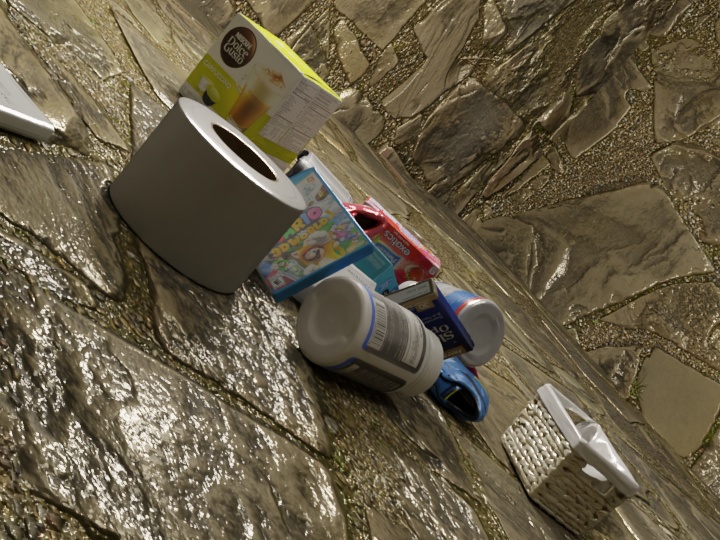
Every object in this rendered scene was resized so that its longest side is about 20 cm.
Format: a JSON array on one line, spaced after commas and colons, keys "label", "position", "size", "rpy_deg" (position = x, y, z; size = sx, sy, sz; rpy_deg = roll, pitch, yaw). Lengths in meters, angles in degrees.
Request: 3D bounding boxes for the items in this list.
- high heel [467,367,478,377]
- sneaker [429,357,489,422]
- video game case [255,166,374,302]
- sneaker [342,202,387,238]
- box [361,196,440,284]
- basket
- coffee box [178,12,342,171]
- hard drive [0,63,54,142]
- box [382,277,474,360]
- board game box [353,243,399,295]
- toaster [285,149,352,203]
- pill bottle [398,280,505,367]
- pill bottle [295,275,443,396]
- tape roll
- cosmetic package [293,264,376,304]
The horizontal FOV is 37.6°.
[{"label": "high heel", "position": [0.153, 0.138, 1.777], "size": [0.096, 0.067, 0.201], "rpy_deg": [47, 8, -44]}, {"label": "sneaker", "position": [0.118, 0.153, 1.617], "size": [0.200, 0.066, 0.078], "rpy_deg": [44, 14, 4]}, {"label": "video game case", "position": [-0.084, -0.052, 1.380], "size": [0.200, 0.142, 0.018], "rpy_deg": [53, -12, 47]}, {"label": "sneaker", "position": [-0.046, -0.088, 1.714], "size": [0.197, 0.075, 0.087], "rpy_deg": [1, 1, -23]}, {"label": "box", "position": [0.057, -0.041, 2.066], "size": [0.200, 0.096, 0.100], "rpy_deg": [42, 11, -3]}, {"label": "basket", "position": [0.316, 0.292, 1.631], "size": [0.135, 0.124, 0.200], "rpy_deg": [39, 12, -18]}, {"label": "coffee box", "position": [-0.193, -0.344, 2.070], "size": [0.200, 0.198, 0.200], "rpy_deg": [45, 11, 20]}, {"label": "hard drive", "position": [-0.431, -0.208, 1.131], "size": [0.132, 0.026, 0.200], "rpy_deg": [47, 11, 20]}, {"label": "box", "position": [0.083, 0.091, 1.497], "size": [0.200, 0.120, 0.033], "rpy_deg": [51, 23, -51]}, {"label": "board game box", "position": [0.000, 0.000, 1.647], "size": [0.151, 0.047, 0.201], "rpy_deg": [48, -11, 26]}, {"label": "toaster", "position": [-0.087, -0.124, 1.829], "size": [0.129, 0.114, 0.200], "rpy_deg": [42, 9, -10]}, {"label": "pill bottle", "position": [0.136, 0.080, 1.744], "size": [0.112, 0.113, 0.199], "rpy_deg": [34, -9, -35]}, {"label": "pill bottle", "position": [0.018, 0.091, 1.357], "size": [0.199, 0.114, 0.114], "rpy_deg": [31, 15, -49]}, {"label": "tape roll", "position": [-0.182, -0.091, 1.275], "size": [0.202, 0.139, 0.203], "rpy_deg": [41, 11, -10]}, {"label": "cosmetic package", "position": [-0.072, -0.003, 1.477], "size": [0.199, 0.050, 0.083], "rpy_deg": [39, 49, -19]}]
